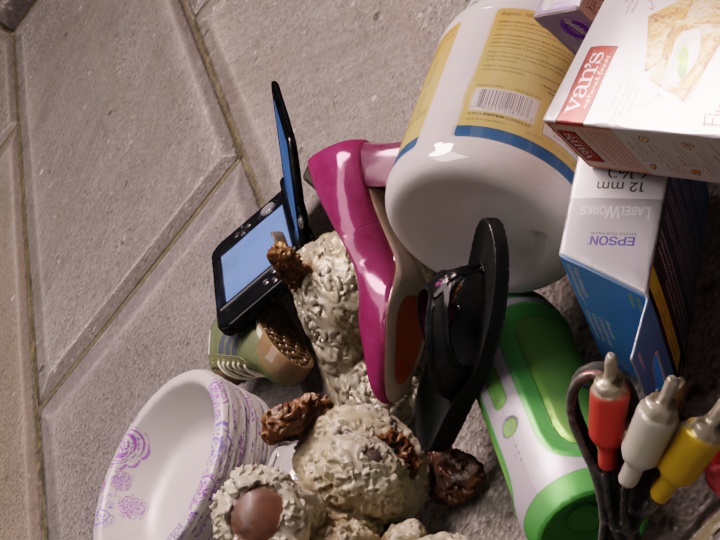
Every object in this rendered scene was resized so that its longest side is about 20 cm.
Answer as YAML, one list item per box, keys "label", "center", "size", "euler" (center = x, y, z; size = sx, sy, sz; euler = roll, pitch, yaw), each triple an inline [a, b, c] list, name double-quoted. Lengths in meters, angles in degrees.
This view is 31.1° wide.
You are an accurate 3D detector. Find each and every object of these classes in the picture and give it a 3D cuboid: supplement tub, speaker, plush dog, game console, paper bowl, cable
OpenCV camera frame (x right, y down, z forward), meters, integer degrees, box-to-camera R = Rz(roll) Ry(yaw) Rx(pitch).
- label: "supplement tub"
  center: [0.109, -0.102, 0.924]
  size: [0.144, 0.144, 0.201]
  euler: [-20, 39, 46]
- label: "speaker"
  center: [0.126, 0.101, 0.872]
  size: [0.088, 0.088, 0.201]
  euler: [-45, 33, 21]
- label: "plush dog"
  center: [-0.005, 0.178, 0.949]
  size: [0.161, 0.198, 0.173]
  euler: [111, 179, -55]
- label: "game console"
  center: [-0.105, -0.063, 1.252]
  size: [0.175, 0.117, 0.200]
  euler: [-39, 23, 9]
- label: "plush dog"
  center: [0.031, 0.001, 1.057]
  size: [0.170, 0.161, 0.201]
  euler: [-26, 37, 7]
- label: "paper bowl"
  center: [-0.146, 0.200, 1.167]
  size: [0.200, 0.104, 0.202]
  euler: [-35, 38, 33]
- label: "cable"
  center: [0.145, 0.135, 0.739]
  size: [0.096, 0.050, 0.202]
  euler: [24, 119, 28]

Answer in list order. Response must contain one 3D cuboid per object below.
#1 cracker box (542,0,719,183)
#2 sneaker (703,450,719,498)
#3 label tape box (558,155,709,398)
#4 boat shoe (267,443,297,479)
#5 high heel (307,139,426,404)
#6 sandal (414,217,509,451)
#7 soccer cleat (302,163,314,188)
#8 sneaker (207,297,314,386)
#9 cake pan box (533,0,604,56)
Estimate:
- label: "cracker box"
  center: [0.211, -0.118, 0.714]
  size: [0.199, 0.058, 0.135]
  euler: [14, 73, 53]
- label: "sneaker"
  center: [0.260, 0.054, 0.722]
  size: [0.201, 0.086, 0.074]
  euler: [-60, 32, -3]
- label: "label tape box"
  center: [0.175, -0.004, 0.833]
  size: [0.065, 0.144, 0.202]
  euler: [5, 62, 25]
- label: "boat shoe"
  center: [-0.070, 0.228, 1.045]
  size: [0.068, 0.072, 0.202]
  euler: [-4, 57, 29]
- label: "high heel"
  center: [0.000, 0.000, 0.964]
  size: [0.095, 0.067, 0.202]
  euler: [-4, 70, 29]
- label: "sandal"
  center: [0.058, 0.051, 0.879]
  size: [0.076, 0.047, 0.202]
  euler: [-102, 21, -47]
- label: "soccer cleat"
  center: [0.023, -0.086, 1.194]
  size: [0.199, 0.085, 0.069]
  euler: [-4, 59, 55]
- label: "sneaker"
  center: [-0.105, 0.082, 1.253]
  size: [0.090, 0.067, 0.200]
  euler: [-53, 25, 9]
- label: "cake pan box"
  center: [0.224, -0.201, 0.893]
  size: [0.052, 0.199, 0.186]
  euler: [1, 61, 55]
